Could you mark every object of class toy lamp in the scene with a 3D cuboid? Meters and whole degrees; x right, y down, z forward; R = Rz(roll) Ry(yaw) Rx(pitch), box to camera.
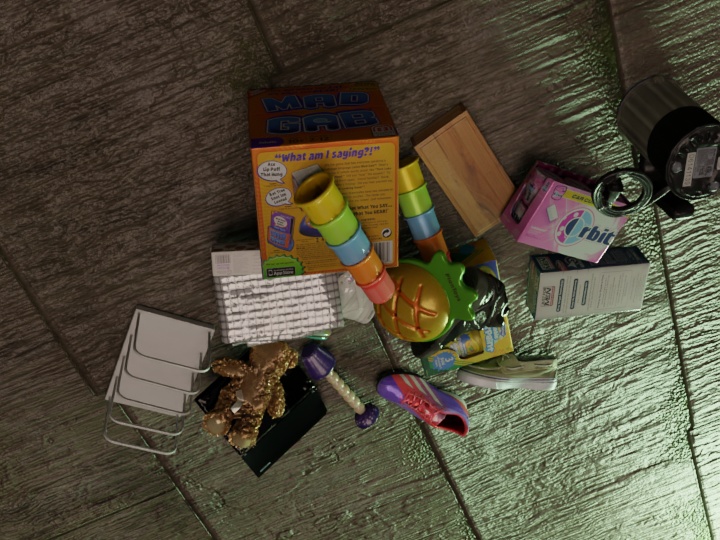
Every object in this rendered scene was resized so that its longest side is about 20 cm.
[{"bbox_3d":[-0.039,0.206,1.536,0.058,0.059,0.201,-30,121,10],"label":"toy lamp"}]

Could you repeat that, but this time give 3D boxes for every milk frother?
[{"bbox_3d":[0.428,-0.181,1.292,0.196,0.189,0.183,8,120,-14],"label":"milk frother"}]

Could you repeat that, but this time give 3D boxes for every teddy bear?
[{"bbox_3d":[-0.186,0.199,1.438,0.142,0.067,0.204,12,91,-6],"label":"teddy bear"}]

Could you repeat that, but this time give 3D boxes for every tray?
[{"bbox_3d":[0.172,-0.155,1.356,0.098,0.037,0.201,-33,122,12],"label":"tray"}]

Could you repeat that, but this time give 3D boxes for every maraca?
[{"bbox_3d":[0.095,0.041,1.315,0.198,0.107,0.139,-22,102,45],"label":"maraca"}]

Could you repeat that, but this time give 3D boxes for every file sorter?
[{"bbox_3d":[-0.340,0.189,1.434,0.136,0.125,0.202,17,119,-18],"label":"file sorter"}]

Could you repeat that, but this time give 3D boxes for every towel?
[{"bbox_3d":[-0.133,0.025,1.361,0.196,0.086,0.169,-10,100,-4],"label":"towel"}]

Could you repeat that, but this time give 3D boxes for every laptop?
[{"bbox_3d":[-0.170,0.241,1.520,0.177,0.103,0.201,-41,99,-14],"label":"laptop"}]

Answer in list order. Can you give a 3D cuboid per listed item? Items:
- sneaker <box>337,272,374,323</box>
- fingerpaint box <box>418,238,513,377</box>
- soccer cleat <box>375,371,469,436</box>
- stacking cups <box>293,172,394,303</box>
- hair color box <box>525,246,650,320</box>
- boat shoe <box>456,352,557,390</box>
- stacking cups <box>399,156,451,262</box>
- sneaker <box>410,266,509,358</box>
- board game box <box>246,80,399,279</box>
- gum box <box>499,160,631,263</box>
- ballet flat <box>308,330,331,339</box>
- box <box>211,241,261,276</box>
[{"bbox_3d":[0.000,0.000,1.400,0.098,0.075,0.203,11,120,-17],"label":"sneaker"},{"bbox_3d":[0.163,0.068,1.472,0.164,0.074,0.203,-16,123,0],"label":"fingerpaint box"},{"bbox_3d":[0.119,0.246,1.577,0.197,0.074,0.069,25,115,-23],"label":"soccer cleat"},{"bbox_3d":[-0.011,-0.037,1.139,0.060,0.061,0.201,-30,123,10],"label":"stacking cups"},{"bbox_3d":[0.392,0.021,1.489,0.195,0.061,0.102,-5,123,-7],"label":"hair color box"},{"bbox_3d":[0.270,0.180,1.576,0.196,0.072,0.063,4,97,-16],"label":"boat shoe"},{"bbox_3d":[0.100,-0.077,1.350,0.060,0.061,0.203,-22,108,5],"label":"stacking cups"},{"bbox_3d":[0.168,0.082,1.391,0.113,0.077,0.200,18,126,-31],"label":"sneaker"},{"bbox_3d":[-0.056,-0.134,1.231,0.195,0.201,0.203,-5,123,-6],"label":"board game box"},{"bbox_3d":[0.329,-0.093,1.379,0.197,0.067,0.115,12,121,-32],"label":"gum box"},{"bbox_3d":[-0.137,0.067,1.432,0.196,0.069,0.073,10,101,-15],"label":"ballet flat"},{"bbox_3d":[-0.126,-0.020,1.288,0.195,0.039,0.042,-4,113,-5],"label":"box"}]
